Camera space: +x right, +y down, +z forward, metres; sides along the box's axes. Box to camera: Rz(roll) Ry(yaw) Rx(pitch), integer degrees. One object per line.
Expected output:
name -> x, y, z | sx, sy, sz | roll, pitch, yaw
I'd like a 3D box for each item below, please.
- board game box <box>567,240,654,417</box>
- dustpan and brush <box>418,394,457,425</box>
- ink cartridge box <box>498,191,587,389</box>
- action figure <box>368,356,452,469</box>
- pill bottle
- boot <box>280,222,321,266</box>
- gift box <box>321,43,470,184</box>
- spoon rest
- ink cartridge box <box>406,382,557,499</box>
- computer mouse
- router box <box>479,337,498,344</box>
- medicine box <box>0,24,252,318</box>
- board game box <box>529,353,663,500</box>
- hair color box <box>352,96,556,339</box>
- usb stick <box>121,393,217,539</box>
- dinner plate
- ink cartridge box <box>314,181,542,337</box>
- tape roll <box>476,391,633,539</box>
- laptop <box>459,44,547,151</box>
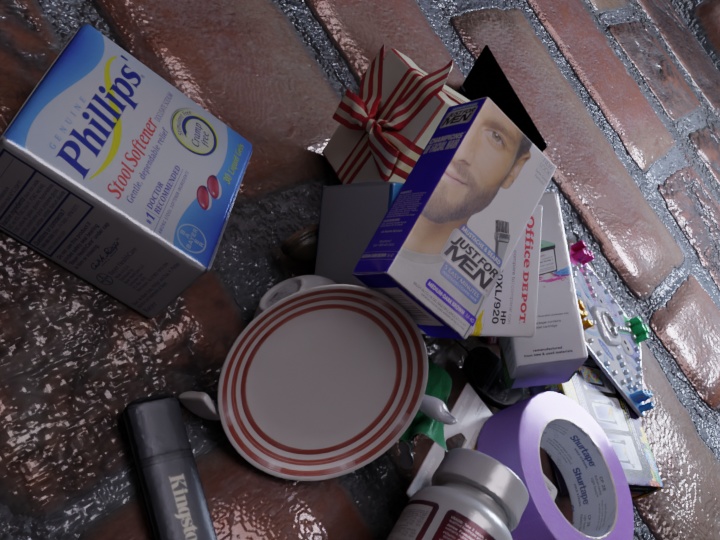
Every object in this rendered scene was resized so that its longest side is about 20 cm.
board game box -> 0.361, 0.078, 1.240 | 0.200, 0.026, 0.200 | 49, 32, -17
dustpan and brush -> 0.027, 0.103, 0.891 | 0.139, 0.200, 0.058 | 2, 101, -45
ink cartridge box -> 0.203, 0.028, 1.025 | 0.145, 0.084, 0.201 | 75, 9, -71
action figure -> 0.054, 0.141, 0.930 | 0.118, 0.055, 0.200 | 16, 23, 12
pill bottle -> 0.073, 0.270, 0.782 | 0.110, 0.109, 0.200 | 44, 58, -12
boot -> 0.000, 0.000, 0.980 | 0.199, 0.075, 0.097 | 0, 59, -48
gift box -> 0.075, -0.161, 1.055 | 0.186, 0.200, 0.185 | 21, 19, -35
spoon rest -> -0.090, 0.075, 0.833 | 0.200, 0.099, 0.061 | -49, 121, -37
ink cartridge box -> 0.127, 0.251, 0.946 | 0.176, 0.045, 0.200 | 50, 38, -6
computer mouse -> 0.125, 0.103, 1.073 | 0.200, 0.034, 0.059 | 44, 60, -5
router box -> 0.230, 0.030, 1.203 | 0.199, 0.062, 0.150 | 11, 55, -41
medicine box -> -0.224, -0.091, 0.796 | 0.200, 0.103, 0.183 | 35, 42, -23
board game box -> 0.313, 0.204, 1.163 | 0.165, 0.057, 0.201 | 14, 52, -37
hair color box -> 0.091, -0.049, 0.804 | 0.109, 0.065, 0.201 | 39, 70, -25
usb stick -> -0.150, 0.199, 0.710 | 0.055, 0.033, 0.201 | 0, 62, -46
dinner plate -> -0.033, 0.103, 0.789 | 0.200, 0.201, 0.024 | 30, 8, -27
ink cartridge box -> 0.072, -0.008, 0.914 | 0.199, 0.144, 0.148 | 5, 89, -32
tape roll -> 0.221, 0.241, 0.966 | 0.200, 0.066, 0.201 | 27, 47, -33
laptop -> 0.261, -0.258, 1.409 | 0.200, 0.116, 0.188 | -17, 75, -50
